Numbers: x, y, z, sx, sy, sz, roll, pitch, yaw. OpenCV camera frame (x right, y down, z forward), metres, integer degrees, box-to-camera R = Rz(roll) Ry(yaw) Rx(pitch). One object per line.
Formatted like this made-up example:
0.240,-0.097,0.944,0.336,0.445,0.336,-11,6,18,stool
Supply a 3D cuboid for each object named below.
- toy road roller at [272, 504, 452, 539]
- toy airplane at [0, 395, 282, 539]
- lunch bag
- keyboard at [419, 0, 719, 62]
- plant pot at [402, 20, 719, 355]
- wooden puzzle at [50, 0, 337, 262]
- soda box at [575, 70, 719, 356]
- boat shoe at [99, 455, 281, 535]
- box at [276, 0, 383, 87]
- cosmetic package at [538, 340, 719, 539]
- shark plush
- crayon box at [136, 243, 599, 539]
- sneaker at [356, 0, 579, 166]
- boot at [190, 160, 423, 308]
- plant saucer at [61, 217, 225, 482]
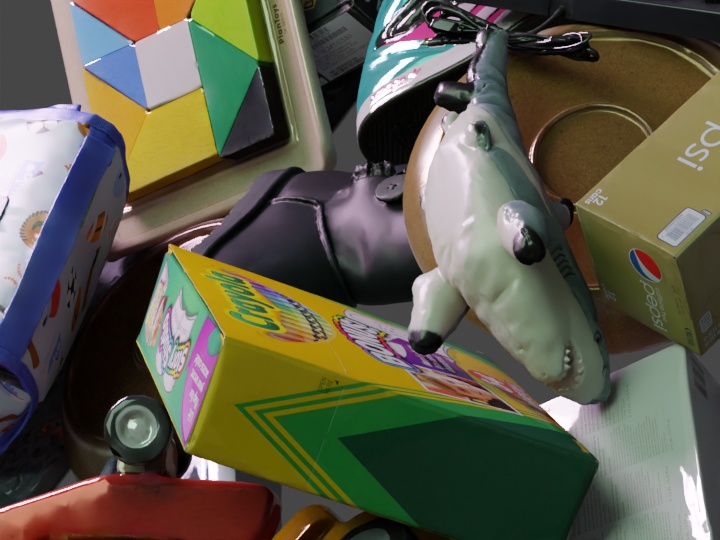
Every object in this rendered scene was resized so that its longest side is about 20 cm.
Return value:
-0.017,0.192,1.045,0.200,0.123,0.146,-45,22,-1,toy road roller
-0.152,0.154,1.039,0.199,0.199,0.142,-33,71,42,toy airplane
-0.214,0.008,1.353,0.200,0.124,0.171,-32,33,58,lunch bag
0.109,-0.143,1.197,0.199,0.021,0.127,13,41,35,keyboard
0.117,-0.050,1.151,0.199,0.028,0.201,-6,57,9,plant pot
-0.109,-0.120,1.402,0.199,0.037,0.186,-22,76,36,wooden puzzle
0.193,-0.057,1.075,0.200,0.068,0.064,-41,46,-20,soda box
-0.089,0.155,1.184,0.091,0.071,0.201,-25,34,17,boat shoe
-0.053,-0.183,1.471,0.198,0.050,0.201,-24,42,34,box
0.127,0.131,1.016,0.082,0.051,0.201,-24,41,22,cosmetic package
0.066,-0.026,1.099,0.091,0.083,0.200,-52,35,30,shark plush
-0.005,0.057,1.060,0.200,0.172,0.059,-136,67,-74,crayon box
0.085,-0.139,1.297,0.199,0.084,0.121,-23,41,13,sneaker
0.000,0.000,1.202,0.167,0.077,0.200,-8,31,29,boot
-0.100,0.043,1.334,0.200,0.034,0.201,-26,39,24,plant saucer
